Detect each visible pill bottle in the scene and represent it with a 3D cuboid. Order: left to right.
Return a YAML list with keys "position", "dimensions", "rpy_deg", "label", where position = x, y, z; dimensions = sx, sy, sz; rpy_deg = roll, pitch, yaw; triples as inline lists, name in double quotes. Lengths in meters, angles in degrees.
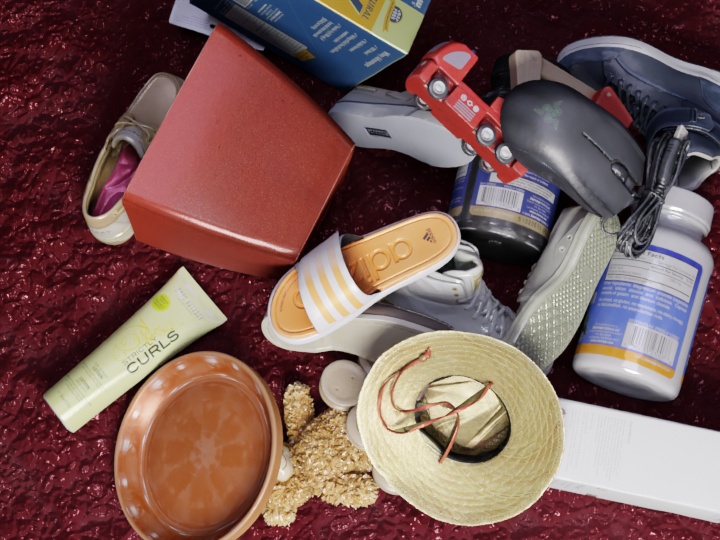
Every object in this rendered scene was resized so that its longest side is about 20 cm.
- position: [0.160, -0.118, 1.348]
  dimensions: [0.110, 0.112, 0.203]
  rpy_deg: [13, 77, 6]
  label: "pill bottle"
- position: [0.293, 0.021, 1.309]
  dimensions: [0.111, 0.112, 0.203]
  rpy_deg: [17, 77, 7]
  label: "pill bottle"

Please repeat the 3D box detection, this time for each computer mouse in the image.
- position: [0.225, -0.115, 1.231]
  dimensions: [0.198, 0.053, 0.140]
  rpy_deg: [30, 79, -14]
  label: "computer mouse"

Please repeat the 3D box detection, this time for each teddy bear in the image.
- position: [-0.028, 0.177, 1.307]
  dimensions: [0.197, 0.067, 0.147]
  rpy_deg: [-9, 74, -1]
  label: "teddy bear"

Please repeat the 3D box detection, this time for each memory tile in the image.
- position: [0.070, 0.123, 1.308]
  dimensions: [0.198, 0.017, 0.154]
  rpy_deg: [-26, 71, -22]
  label: "memory tile"

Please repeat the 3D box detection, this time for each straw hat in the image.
- position: [0.100, 0.136, 1.244]
  dimensions: [0.198, 0.085, 0.204]
  rpy_deg: [2, 103, 10]
  label: "straw hat"

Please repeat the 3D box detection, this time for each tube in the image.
- position: [-0.240, 0.085, 1.351]
  dimensions: [0.199, 0.052, 0.058]
  rpy_deg: [-39, 118, -12]
  label: "tube"

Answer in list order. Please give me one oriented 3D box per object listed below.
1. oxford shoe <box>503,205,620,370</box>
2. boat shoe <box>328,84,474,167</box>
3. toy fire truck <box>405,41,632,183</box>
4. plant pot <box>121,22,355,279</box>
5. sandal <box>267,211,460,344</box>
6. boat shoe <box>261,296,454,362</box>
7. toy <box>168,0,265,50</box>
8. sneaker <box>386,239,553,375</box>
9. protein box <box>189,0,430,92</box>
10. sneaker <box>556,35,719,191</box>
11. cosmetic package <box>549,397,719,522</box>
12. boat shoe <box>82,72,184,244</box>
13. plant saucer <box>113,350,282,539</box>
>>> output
- position: [0.189, 0.020, 1.277]
  dimensions: [0.057, 0.075, 0.201]
  rpy_deg: [17, 70, 45]
  label: "oxford shoe"
- position: [0.054, -0.162, 1.355]
  dimensions: [0.198, 0.071, 0.070]
  rpy_deg: [14, 59, 44]
  label: "boat shoe"
- position: [0.156, -0.166, 1.269]
  dimensions: [0.200, 0.049, 0.141]
  rpy_deg: [43, 73, -7]
  label: "toy fire truck"
- position: [-0.114, -0.097, 1.322]
  dimensions: [0.174, 0.200, 0.202]
  rpy_deg: [27, 79, 0]
  label: "plant pot"
- position: [-0.003, -0.007, 1.231]
  dimensions: [0.205, 0.059, 0.080]
  rpy_deg: [-29, 67, 1]
  label: "sandal"
- position: [0.003, 0.051, 1.288]
  dimensions: [0.197, 0.072, 0.060]
  rpy_deg: [7, 46, 9]
  label: "boat shoe"
- position: [-0.127, -0.349, 1.451]
  dimensions: [0.114, 0.047, 0.203]
  rpy_deg: [17, 84, 8]
  label: "toy"
- position: [0.115, 0.038, 1.288]
  dimensions: [0.198, 0.116, 0.074]
  rpy_deg: [26, 59, 1]
  label: "sneaker"
- position: [-0.044, -0.307, 1.329]
  dimensions: [0.198, 0.198, 0.136]
  rpy_deg: [27, 78, -16]
  label: "protein box"
- position: [0.293, -0.161, 1.352]
  dimensions: [0.199, 0.077, 0.148]
  rpy_deg: [16, 57, 6]
  label: "sneaker"
- position: [0.273, 0.188, 1.269]
  dimensions: [0.197, 0.113, 0.082]
  rpy_deg: [12, 78, 7]
  label: "cosmetic package"
- position: [-0.241, -0.128, 1.388]
  dimensions: [0.073, 0.069, 0.202]
  rpy_deg: [17, 77, 13]
  label: "boat shoe"
- position: [-0.161, 0.183, 1.296]
  dimensions: [0.198, 0.032, 0.203]
  rpy_deg: [-10, 70, 27]
  label: "plant saucer"
